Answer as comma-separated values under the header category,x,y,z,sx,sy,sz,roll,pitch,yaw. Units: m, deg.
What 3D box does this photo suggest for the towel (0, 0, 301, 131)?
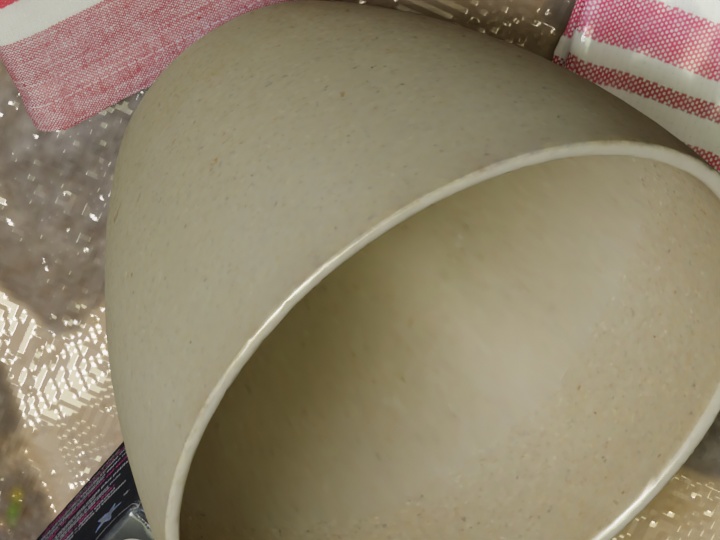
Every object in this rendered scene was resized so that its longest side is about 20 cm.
category,x,y,z,sx,sy,sz,roll,pitch,yaw
towel,-0.074,-0.151,0.892,0.144,0.023,0.200,-26,124,-1

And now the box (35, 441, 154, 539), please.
category,x,y,z,sx,sy,sz,roll,pitch,yaw
box,-0.078,0.162,0.996,0.132,0.115,0.200,39,109,-10

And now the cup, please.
category,x,y,z,sx,sy,sz,roll,pitch,yaw
cup,0.000,0.000,0.904,0.200,0.143,0.201,-21,139,-20

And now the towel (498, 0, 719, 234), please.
category,x,y,z,sx,sy,sz,roll,pitch,yaw
towel,0.141,-0.077,0.941,0.146,0.030,0.201,19,109,-1
